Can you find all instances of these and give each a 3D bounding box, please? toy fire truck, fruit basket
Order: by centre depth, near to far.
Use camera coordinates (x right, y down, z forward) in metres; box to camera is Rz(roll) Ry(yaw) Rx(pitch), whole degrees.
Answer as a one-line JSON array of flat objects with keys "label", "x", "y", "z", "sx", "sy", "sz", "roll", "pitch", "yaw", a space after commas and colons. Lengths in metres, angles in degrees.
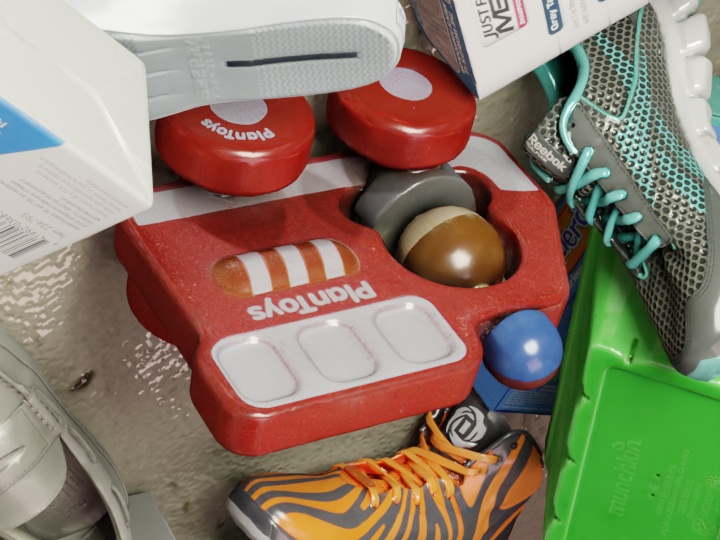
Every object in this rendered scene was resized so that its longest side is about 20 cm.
[{"label": "toy fire truck", "x": 0.000, "y": 0.000, "z": 0.850, "sx": 0.199, "sy": 0.168, "sz": 0.112, "roll": -10, "pitch": 135, "yaw": -29}, {"label": "fruit basket", "x": 0.182, "y": 0.045, "z": 1.017, "sx": 0.216, "sy": 0.155, "sz": 0.216, "roll": 18, "pitch": 90, "yaw": -78}]

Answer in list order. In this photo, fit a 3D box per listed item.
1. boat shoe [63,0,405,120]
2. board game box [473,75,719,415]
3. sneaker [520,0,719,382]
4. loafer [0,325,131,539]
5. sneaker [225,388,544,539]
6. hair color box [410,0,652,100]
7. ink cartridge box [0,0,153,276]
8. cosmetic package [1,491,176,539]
[{"label": "boat shoe", "x": -0.084, "y": -0.099, "z": 0.770, "sx": 0.199, "sy": 0.067, "sz": 0.074, "roll": -2, "pitch": 147, "yaw": -7}, {"label": "board game box", "x": 0.162, "y": -0.008, "z": 1.065, "sx": 0.152, "sy": 0.045, "sz": 0.200, "roll": 8, "pitch": 125, "yaw": -41}, {"label": "sneaker", "x": 0.115, "y": -0.042, "z": 0.893, "sx": 0.091, "sy": 0.201, "sz": 0.078, "roll": -1, "pitch": 151, "yaw": -19}, {"label": "loafer", "x": -0.157, "y": 0.079, "z": 0.893, "sx": 0.070, "sy": 0.070, "sz": 0.200, "roll": -38, "pitch": 142, "yaw": 3}, {"label": "sneaker", "x": 0.020, "y": 0.106, "z": 1.065, "sx": 0.200, "sy": 0.078, "sz": 0.112, "roll": 14, "pitch": 112, "yaw": -51}, {"label": "hair color box", "x": 0.112, "y": -0.167, "z": 0.849, "sx": 0.200, "sy": 0.061, "sz": 0.100, "roll": -30, "pitch": 141, "yaw": -8}, {"label": "ink cartridge box", "x": -0.188, "y": -0.036, "z": 0.722, "sx": 0.200, "sy": 0.067, "sz": 0.116, "roll": -22, "pitch": 147, "yaw": 23}, {"label": "cosmetic package", "x": -0.145, "y": 0.222, "z": 1.023, "sx": 0.090, "sy": 0.107, "sz": 0.200, "roll": -8, "pitch": 136, "yaw": -30}]
